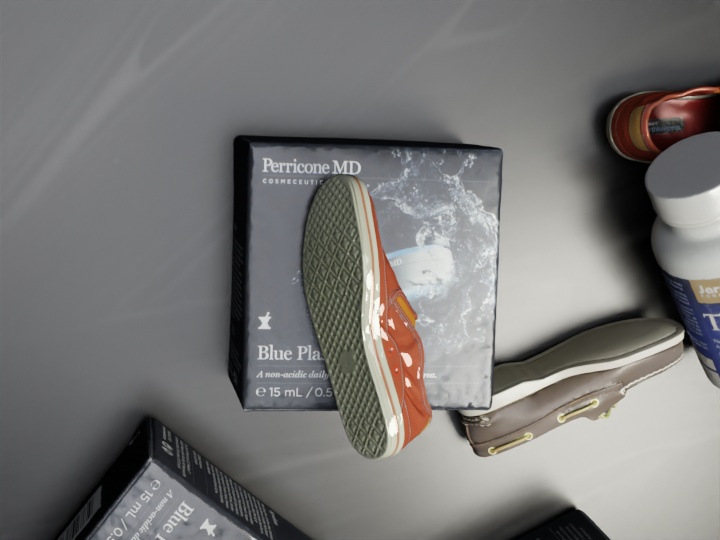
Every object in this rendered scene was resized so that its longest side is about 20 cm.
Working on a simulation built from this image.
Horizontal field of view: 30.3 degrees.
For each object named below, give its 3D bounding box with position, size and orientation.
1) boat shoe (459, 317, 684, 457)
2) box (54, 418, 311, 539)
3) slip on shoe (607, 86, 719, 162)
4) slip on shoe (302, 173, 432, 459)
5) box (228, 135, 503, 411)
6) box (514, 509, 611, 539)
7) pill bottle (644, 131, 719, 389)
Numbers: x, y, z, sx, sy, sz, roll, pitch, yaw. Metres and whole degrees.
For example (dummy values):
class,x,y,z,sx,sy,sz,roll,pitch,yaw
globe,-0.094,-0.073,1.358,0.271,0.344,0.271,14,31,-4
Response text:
class,x,y,z,sx,sy,sz,roll,pitch,yaw
boat shoe,0.177,0.096,1.097,0.198,0.072,0.060,-20,107,-3
box,-0.147,0.261,1.032,0.199,0.117,0.197,39,90,-14
slip on shoe,0.303,-0.123,1.084,0.197,0.061,0.075,-6,97,-10
slip on shoe,0.007,0.030,0.946,0.061,0.074,0.203,-16,95,-41
box,0.000,0.000,1.027,0.194,0.117,0.203,0,97,-10
box,0.138,0.319,1.102,0.198,0.107,0.150,-25,102,-5
pill bottle,0.297,-0.005,1.055,0.110,0.111,0.201,-33,120,-4
